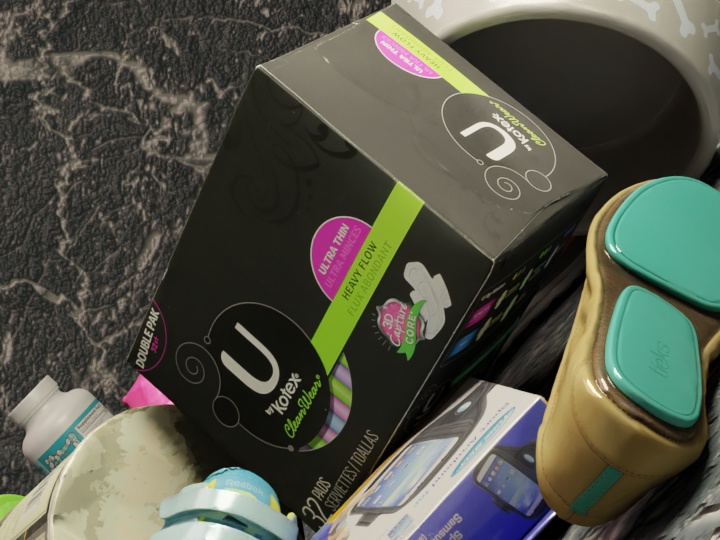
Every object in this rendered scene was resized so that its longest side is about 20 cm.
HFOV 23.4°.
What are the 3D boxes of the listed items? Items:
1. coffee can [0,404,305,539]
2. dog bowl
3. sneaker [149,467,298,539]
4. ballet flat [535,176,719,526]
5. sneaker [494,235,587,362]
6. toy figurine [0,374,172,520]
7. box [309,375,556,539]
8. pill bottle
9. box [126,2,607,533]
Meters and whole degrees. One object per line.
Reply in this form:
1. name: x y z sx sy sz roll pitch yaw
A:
1. coffee can: -0.138 0.177 0.971 0.147 0.146 0.200 -49 6 -37
2. dog bowl: 0.103 -0.095 0.924 0.200 0.199 0.059 -41 31 45
3. sneaker: -0.065 0.147 0.766 0.200 0.079 0.132 148 143 -71
4. ballet flat: 0.100 0.025 0.644 0.063 0.068 0.200 -59 -4 30
5. sneaker: 0.062 -0.014 1.009 0.200 0.112 0.078 -44 3 -31
6. toy figurine: -0.126 0.139 1.173 0.185 0.150 0.200 -50 -26 7
7. box: 0.032 0.102 0.732 0.119 0.041 0.200 -46 2 -5
8. pill bottle: -0.331 0.221 2.099 0.111 0.200 0.111 -45 4 4
9. box: 0.000 0.000 0.865 0.124 0.148 0.201 -34 -22 -49
